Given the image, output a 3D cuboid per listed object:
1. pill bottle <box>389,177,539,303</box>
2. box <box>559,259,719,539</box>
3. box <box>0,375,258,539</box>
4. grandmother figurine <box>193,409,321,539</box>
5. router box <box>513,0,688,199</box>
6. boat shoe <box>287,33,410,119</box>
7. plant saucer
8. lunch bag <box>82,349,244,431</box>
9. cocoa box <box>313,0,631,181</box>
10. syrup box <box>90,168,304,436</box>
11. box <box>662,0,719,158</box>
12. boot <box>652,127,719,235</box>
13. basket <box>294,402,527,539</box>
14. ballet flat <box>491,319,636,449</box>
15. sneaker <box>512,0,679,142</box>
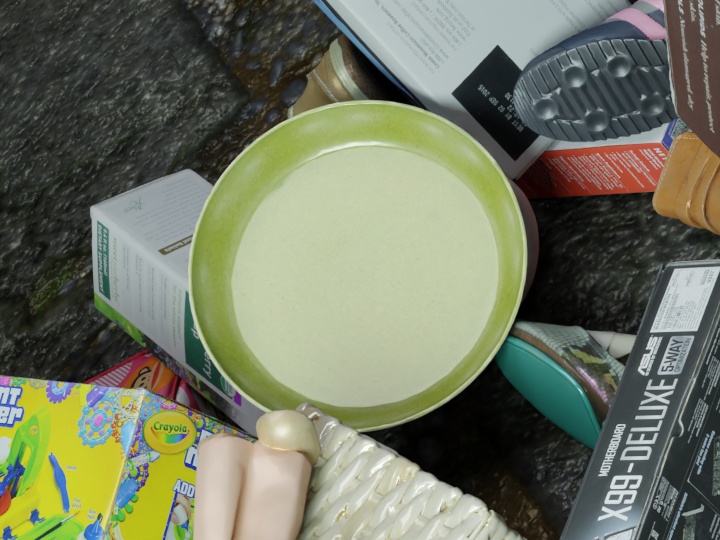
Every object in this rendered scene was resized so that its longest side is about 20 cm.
[{"bbox_3d":[0.011,-0.026,1.758,0.200,0.109,0.109,18,69,52],"label":"pill bottle"},{"bbox_3d":[0.180,0.119,1.403,0.050,0.158,0.200,-4,53,43],"label":"box"},{"bbox_3d":[-0.177,0.168,1.622,0.200,0.122,0.193,4,74,43],"label":"box"},{"bbox_3d":[-0.068,0.168,1.419,0.121,0.061,0.200,-31,36,34],"label":"grandmother figurine"},{"bbox_3d":[0.163,-0.140,1.768,0.179,0.049,0.200,-3,53,44],"label":"router box"},{"bbox_3d":[-0.012,-0.108,1.845,0.076,0.072,0.200,-35,1,6],"label":"boat shoe"},{"bbox_3d":[0.000,0.000,1.632,0.200,0.031,0.200,-4,73,12],"label":"plant saucer"},{"bbox_3d":[-0.161,0.157,1.782,0.176,0.082,0.200,-26,39,32],"label":"lunch bag"},{"bbox_3d":[0.051,-0.179,1.703,0.133,0.200,0.131,-47,35,-1],"label":"cocoa box"},{"bbox_3d":[-0.079,0.023,1.744,0.081,0.079,0.200,-23,42,-30],"label":"syrup box"},{"bbox_3d":[0.277,-0.121,1.464,0.166,0.164,0.200,-28,47,-15],"label":"box"},{"bbox_3d":[0.219,-0.029,1.587,0.155,0.074,0.200,9,50,48],"label":"boot"},{"bbox_3d":[0.005,0.208,1.491,0.200,0.161,0.198,-53,37,-8],"label":"basket"},{"bbox_3d":[0.152,0.074,1.564,0.071,0.069,0.200,-33,37,-13],"label":"ballet flat"},{"bbox_3d":[0.185,-0.136,1.660,0.200,0.070,0.082,-18,29,10],"label":"sneaker"}]
